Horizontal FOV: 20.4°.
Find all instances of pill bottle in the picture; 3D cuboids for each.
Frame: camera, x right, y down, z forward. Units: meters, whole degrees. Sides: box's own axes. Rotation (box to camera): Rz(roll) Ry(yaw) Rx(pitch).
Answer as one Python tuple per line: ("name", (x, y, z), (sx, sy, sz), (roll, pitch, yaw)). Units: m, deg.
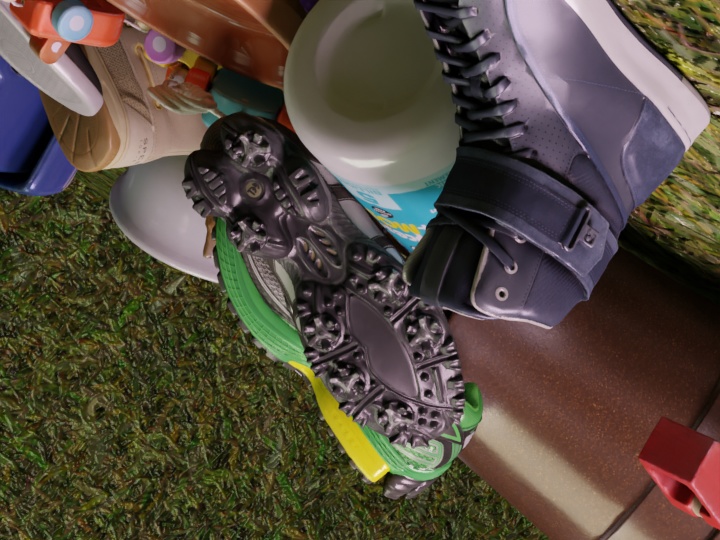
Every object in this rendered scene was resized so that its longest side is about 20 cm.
("pill bottle", (0.049, -0.062, 0.999), (0.110, 0.111, 0.200), (29, 173, 33))

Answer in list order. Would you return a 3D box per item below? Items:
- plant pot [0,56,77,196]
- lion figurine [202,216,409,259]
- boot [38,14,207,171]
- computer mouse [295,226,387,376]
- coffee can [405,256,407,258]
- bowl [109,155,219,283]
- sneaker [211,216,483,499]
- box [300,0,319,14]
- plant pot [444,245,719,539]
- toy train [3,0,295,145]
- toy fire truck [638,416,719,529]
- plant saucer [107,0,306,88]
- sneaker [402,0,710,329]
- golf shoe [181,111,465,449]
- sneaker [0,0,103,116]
("plant pot", (-0.273, -0.164, 1.460), (0.179, 0.201, 0.200), (29, 175, -23))
("lion figurine", (-0.020, -0.027, 1.264), (0.123, 0.073, 0.200), (47, 151, -16))
("boot", (-0.148, -0.160, 1.336), (0.155, 0.073, 0.201), (-4, -115, -45))
("computer mouse", (0.000, 0.000, 1.174), (0.110, 0.044, 0.200), (46, 144, 6))
("coffee can", (0.085, 0.047, 1.450), (0.146, 0.147, 0.200), (33, 173, 2))
("bowl", (-0.076, -0.072, 1.441), (0.200, 0.091, 0.201), (11, -152, -6))
("sneaker", (-0.004, 0.024, 1.114), (0.200, 0.085, 0.078), (50, -149, 5))
("box", (-0.113, -0.197, 1.100), (0.136, 0.039, 0.200), (27, 171, 39))
("plant pot", (0.135, 0.070, 1.193), (0.198, 0.201, 0.200), (36, 173, 0))
("toy train", (-0.120, -0.108, 1.145), (0.150, 0.056, 0.200), (4, -154, -41))
("toy fire truck", (0.253, 0.100, 1.056), (0.200, 0.141, 0.049), (37, 172, -28))
("plant saucer", (-0.104, -0.160, 1.030), (0.200, 0.032, 0.200), (31, 173, 4))
("sneaker", (0.049, -0.063, 0.850), (0.202, 0.147, 0.077), (39, 173, -30))
("golf shoe", (-0.008, -0.003, 1.046), (0.201, 0.078, 0.095), (56, -166, -8))
("sneaker", (-0.203, -0.195, 1.229), (0.200, 0.099, 0.071), (50, 158, -9))
